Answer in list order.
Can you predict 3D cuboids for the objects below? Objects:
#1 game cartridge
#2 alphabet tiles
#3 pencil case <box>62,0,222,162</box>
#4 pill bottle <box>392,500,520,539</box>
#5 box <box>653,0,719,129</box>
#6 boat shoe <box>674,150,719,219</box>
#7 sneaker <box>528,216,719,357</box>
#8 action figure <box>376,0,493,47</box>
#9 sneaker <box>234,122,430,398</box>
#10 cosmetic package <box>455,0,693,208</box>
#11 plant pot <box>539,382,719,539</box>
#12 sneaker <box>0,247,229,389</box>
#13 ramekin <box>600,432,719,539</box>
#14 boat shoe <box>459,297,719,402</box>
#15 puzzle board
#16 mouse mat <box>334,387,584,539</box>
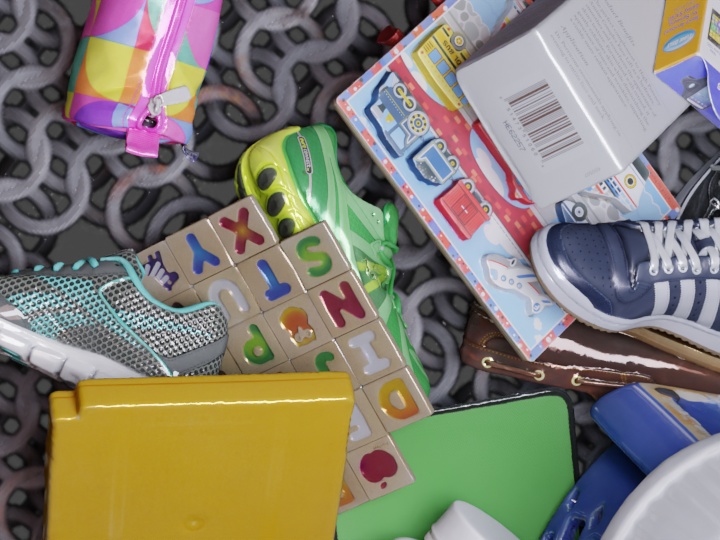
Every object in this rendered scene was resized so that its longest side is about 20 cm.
[{"bbox_3d":[-0.100,0.139,1.610,0.176,0.032,0.200,-1,131,-11],"label":"game cartridge"},{"bbox_3d":[-0.055,0.060,1.637,0.166,0.006,0.200,-25,100,27],"label":"alphabet tiles"},{"bbox_3d":[-0.116,-0.167,1.619,0.088,0.088,0.201,13,90,-11],"label":"pencil case"},{"bbox_3d":[0.025,0.239,1.641,0.109,0.109,0.200,37,98,-11],"label":"pill bottle"},{"bbox_3d":[0.237,-0.152,1.642,0.119,0.041,0.200,36,53,-30],"label":"box"},{"bbox_3d":[0.255,-0.049,1.704,0.074,0.068,0.199,41,86,-11],"label":"boat shoe"},{"bbox_3d":[0.201,-0.009,1.609,0.200,0.108,0.070,16,51,-35],"label":"sneaker"},{"bbox_3d":[0.100,-0.096,1.683,0.200,0.052,0.065,43,91,-15],"label":"action figure"},{"bbox_3d":[0.000,0.000,1.652,0.084,0.074,0.200,-35,109,-26],"label":"sneaker"},{"bbox_3d":[0.151,-0.131,1.625,0.102,0.074,0.200,58,42,-9],"label":"cosmetic package"},{"bbox_3d":[0.225,0.180,1.620,0.200,0.200,0.180,10,105,-20],"label":"plant pot"},{"bbox_3d":[-0.167,0.022,1.621,0.200,0.078,0.091,26,82,0],"label":"sneaker"},{"bbox_3d":[0.228,0.192,1.471,0.202,0.094,0.203,-4,104,-17],"label":"ramekin"},{"bbox_3d":[0.160,0.059,1.696,0.200,0.070,0.070,19,96,-4],"label":"boat shoe"},{"bbox_3d":[0.093,-0.068,1.635,0.151,0.017,0.200,-43,105,-24],"label":"puzzle board"},{"bbox_3d":[0.063,0.176,1.689,0.161,0.008,0.200,-9,111,-8],"label":"mouse mat"}]
